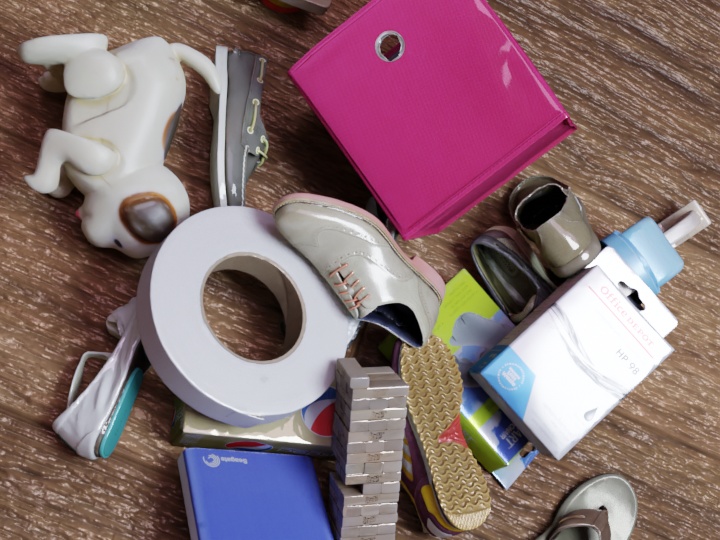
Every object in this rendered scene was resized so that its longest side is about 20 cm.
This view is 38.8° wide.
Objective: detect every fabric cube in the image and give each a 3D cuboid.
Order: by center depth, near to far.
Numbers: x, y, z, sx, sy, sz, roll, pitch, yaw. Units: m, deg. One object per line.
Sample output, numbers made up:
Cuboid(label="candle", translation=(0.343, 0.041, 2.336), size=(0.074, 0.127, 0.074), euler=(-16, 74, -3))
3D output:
Cuboid(label="fabric cube", translation=(0.079, -0.168, 1.030), size=(0.196, 0.200, 0.200), euler=(-36, 85, 13))

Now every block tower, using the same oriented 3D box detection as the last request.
Cuboid(label="block tower", translation=(0.004, 0.183, 0.929), size=(0.058, 0.054, 0.201), euler=(-1, 104, -17))

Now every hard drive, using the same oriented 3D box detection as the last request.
Cuboid(label="hard drive", translation=(-0.080, 0.246, 0.886), size=(0.132, 0.025, 0.200), euler=(10, 40, -30))

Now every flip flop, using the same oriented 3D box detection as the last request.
Cuboid(label="flip flop", translation=(0.213, 0.279, 1.028), size=(0.200, 0.058, 0.081), euler=(-29, 82, -27))

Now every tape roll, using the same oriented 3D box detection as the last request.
Cuboid(label="tape roll", translation=(-0.103, 0.040, 0.923), size=(0.202, 0.037, 0.204), euler=(16, 60, -29))

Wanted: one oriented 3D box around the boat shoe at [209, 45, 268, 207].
Cuboid(label="boat shoe", translation=(-0.124, -0.142, 1.053), size=(0.060, 0.072, 0.202), euler=(3, 65, -15))

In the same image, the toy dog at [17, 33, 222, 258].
Cuboid(label="toy dog", translation=(-0.223, -0.111, 0.974), size=(0.193, 0.140, 0.201), euler=(-9, 87, -16))

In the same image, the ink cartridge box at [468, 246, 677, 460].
Cuboid(label="ink cartridge box", translation=(0.221, 0.076, 1.012), size=(0.200, 0.067, 0.116), euler=(-42, 88, -6))

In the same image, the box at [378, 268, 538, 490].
Cuboid(label="box", translation=(0.128, 0.112, 1.067), size=(0.122, 0.048, 0.200), euler=(-40, 87, -28))

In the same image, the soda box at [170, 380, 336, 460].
Cuboid(label="soda box", translation=(-0.075, 0.137, 0.970), size=(0.199, 0.064, 0.068), euler=(9, 67, -18))

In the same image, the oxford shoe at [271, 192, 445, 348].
Cuboid(label="oxford shoe", translation=(0.000, 0.000, 0.945), size=(0.200, 0.071, 0.074), euler=(32, 48, -23))

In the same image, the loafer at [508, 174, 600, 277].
Cuboid(label="loafer", translation=(0.201, -0.064, 1.091), size=(0.076, 0.200, 0.068), euler=(-35, 113, 7))

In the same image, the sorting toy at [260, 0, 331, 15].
Cuboid(label="sorting toy", translation=(-0.120, -0.390, 1.151), size=(0.199, 0.070, 0.199), euler=(18, 65, -14))

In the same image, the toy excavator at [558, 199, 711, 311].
Cuboid(label="toy excavator", translation=(0.324, -0.018, 1.152), size=(0.200, 0.194, 0.100), euler=(-33, 83, 0))

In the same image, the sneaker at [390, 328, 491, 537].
Cuboid(label="sneaker", translation=(0.059, 0.159, 0.996), size=(0.075, 0.090, 0.201), euler=(-2, 71, -30))

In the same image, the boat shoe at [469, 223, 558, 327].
Cuboid(label="boat shoe", translation=(0.185, 0.041, 1.094), size=(0.066, 0.072, 0.201), euler=(-23, 73, -49))

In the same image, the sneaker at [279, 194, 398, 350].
Cuboid(label="sneaker", translation=(-0.017, -0.004, 1.042), size=(0.079, 0.074, 0.201), euler=(26, 63, -4))

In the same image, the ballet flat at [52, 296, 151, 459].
Cuboid(label="ballet flat", translation=(-0.219, 0.076, 0.943), size=(0.069, 0.069, 0.200), euler=(30, 63, -8))
